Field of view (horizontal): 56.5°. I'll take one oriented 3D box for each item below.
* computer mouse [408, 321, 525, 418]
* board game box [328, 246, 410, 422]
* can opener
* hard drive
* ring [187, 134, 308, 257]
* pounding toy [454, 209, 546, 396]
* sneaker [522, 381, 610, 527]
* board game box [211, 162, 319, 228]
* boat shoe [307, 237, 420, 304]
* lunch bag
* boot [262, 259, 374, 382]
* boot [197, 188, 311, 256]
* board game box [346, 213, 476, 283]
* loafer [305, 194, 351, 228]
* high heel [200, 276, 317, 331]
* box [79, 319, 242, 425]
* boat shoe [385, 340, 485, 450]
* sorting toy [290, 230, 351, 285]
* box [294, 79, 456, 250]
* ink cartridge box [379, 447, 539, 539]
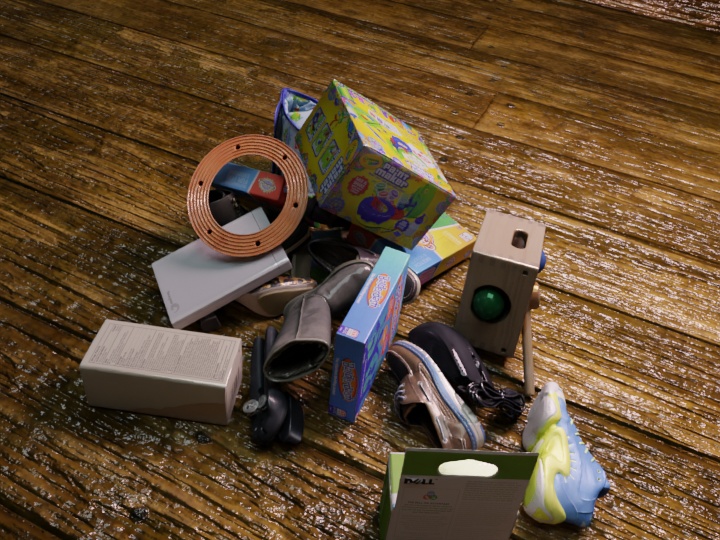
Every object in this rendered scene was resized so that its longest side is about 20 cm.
[{"bbox_3d":[0.149,0.129,0.967,0.137,0.054,0.199,23,12,-47],"label":"computer mouse"},{"bbox_3d":[0.014,0.087,0.954,0.044,0.155,0.201,16,40,12],"label":"board game box"},{"bbox_3d":[-0.130,0.158,0.933,0.063,0.079,0.202,-34,38,11],"label":"can opener"},{"bbox_3d":[-0.217,-0.007,1.039,0.196,0.027,0.133,-29,53,-6],"label":"hard drive"},{"bbox_3d":[-0.175,-0.117,1.044,0.194,0.019,0.207,-2,73,6],"label":"ring"},{"bbox_3d":[0.228,0.045,1.034,0.138,0.189,0.201,15,31,12],"label":"pounding toy"},{"bbox_3d":[0.268,0.245,0.876,0.103,0.077,0.203,23,47,0],"label":"sneaker"},{"bbox_3d":[-0.165,-0.132,1.173,0.149,0.041,0.200,16,-5,19],"label":"board game box"},{"bbox_3d":[0.000,0.000,1.064,0.196,0.074,0.065,26,7,19],"label":"boat shoe"},{"bbox_3d":[-0.114,-0.238,1.314,0.124,0.174,0.201,-12,42,-27],"label":"lunch bag"},{"bbox_3d":[-0.051,0.065,0.947,0.180,0.073,0.200,-35,8,7],"label":"boot"},{"bbox_3d":[-0.182,-0.084,1.124,0.195,0.141,0.078,-18,41,-17],"label":"boot"},{"bbox_3d":[0.094,-0.055,1.176,0.152,0.041,0.198,40,40,21],"label":"board game box"},{"bbox_3d":[-0.019,-0.102,1.221,0.063,0.073,0.198,40,26,26],"label":"loafer"},{"bbox_3d":[-0.177,0.008,1.081,0.195,0.073,0.144,-16,50,-12],"label":"high heel"},{"bbox_3d":[-0.265,0.137,0.910,0.194,0.079,0.096,9,39,2],"label":"box"},{"bbox_3d":[0.084,0.175,0.923,0.071,0.074,0.200,-24,44,-22],"label":"boat shoe"},{"bbox_3d":[-0.022,-0.018,1.168,0.193,0.037,0.188,3,39,-6],"label":"sorting toy"},{"bbox_3d":[0.020,-0.168,1.077,0.197,0.123,0.195,23,31,-35],"label":"box"},{"bbox_3d":[0.103,0.236,0.747,0.143,0.204,0.077,4,38,-4],"label":"ink cartridge box"}]
